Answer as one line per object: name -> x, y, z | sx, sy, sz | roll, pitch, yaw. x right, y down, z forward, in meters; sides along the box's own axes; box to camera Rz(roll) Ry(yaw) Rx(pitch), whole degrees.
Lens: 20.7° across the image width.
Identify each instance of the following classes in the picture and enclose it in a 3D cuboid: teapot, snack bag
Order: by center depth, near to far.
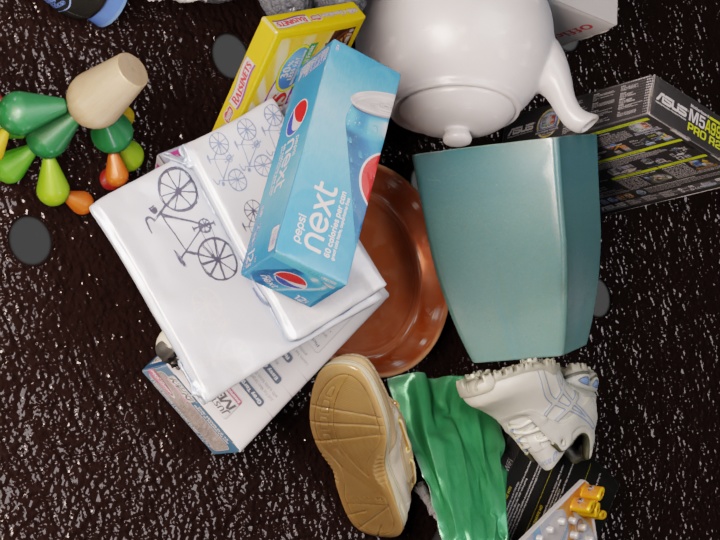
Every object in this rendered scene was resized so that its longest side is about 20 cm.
snack bag -> -0.097, -0.019, 1.563 | 0.200, 0.021, 0.189 | -30, 90, -32
teapot -> 0.082, -0.183, 1.807 | 0.197, 0.200, 0.146 | 20, 64, -42

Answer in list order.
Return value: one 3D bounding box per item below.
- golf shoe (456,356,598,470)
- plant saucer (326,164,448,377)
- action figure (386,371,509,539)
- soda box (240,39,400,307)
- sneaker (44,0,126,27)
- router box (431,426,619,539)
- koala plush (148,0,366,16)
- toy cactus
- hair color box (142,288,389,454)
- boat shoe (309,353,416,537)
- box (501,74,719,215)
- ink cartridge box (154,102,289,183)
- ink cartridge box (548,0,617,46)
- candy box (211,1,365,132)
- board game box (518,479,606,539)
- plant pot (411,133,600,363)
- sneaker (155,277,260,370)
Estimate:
golf shoe -> 0.163, 0.133, 1.807 | 0.200, 0.078, 0.097 | 9, 69, -51
plant saucer -> 0.000, 0.000, 1.803 | 0.200, 0.032, 0.201 | 10, 74, -39
action figure -> 0.091, 0.192, 1.789 | 0.118, 0.055, 0.200 | 1, 60, -22
soda box -> -0.030, -0.078, 1.570 | 0.068, 0.064, 0.200 | 25, 62, -21
sneaker -> -0.225, -0.306, 1.643 | 0.078, 0.070, 0.200 | 20, 69, -42
router box -> 0.154, 0.243, 1.874 | 0.149, 0.051, 0.200 | 43, 56, -25
koala plush -> -0.097, -0.275, 1.697 | 0.200, 0.184, 0.178 | 13, 60, -18
toy cactus -> -0.229, -0.122, 1.550 | 0.200, 0.165, 0.102 | 22, 47, -41
hair color box -> -0.079, 0.052, 1.677 | 0.200, 0.061, 0.100 | -46, 105, -26
boat shoe -> 0.006, 0.143, 1.733 | 0.069, 0.074, 0.200 | -62, 150, -46
box -> 0.263, -0.120, 1.944 | 0.160, 0.200, 0.044 | 27, 64, -34
ink cartridge box -> -0.089, -0.079, 1.669 | 0.200, 0.119, 0.042 | -23, 58, -31
ink cartridge box -> 0.128, -0.281, 1.894 | 0.200, 0.147, 0.086 | 14, 73, -39
candy box -> -0.073, -0.139, 1.673 | 0.102, 0.200, 0.026 | -14, 55, -40
board game box -> 0.182, 0.325, 1.815 | 0.200, 0.026, 0.200 | -35, 121, -48
plant pot -> 0.146, -0.019, 1.843 | 0.141, 0.141, 0.200 | -12, 96, -68
sneaker -> -0.091, 0.013, 1.612 | 0.200, 0.070, 0.094 | -20, 79, -29
